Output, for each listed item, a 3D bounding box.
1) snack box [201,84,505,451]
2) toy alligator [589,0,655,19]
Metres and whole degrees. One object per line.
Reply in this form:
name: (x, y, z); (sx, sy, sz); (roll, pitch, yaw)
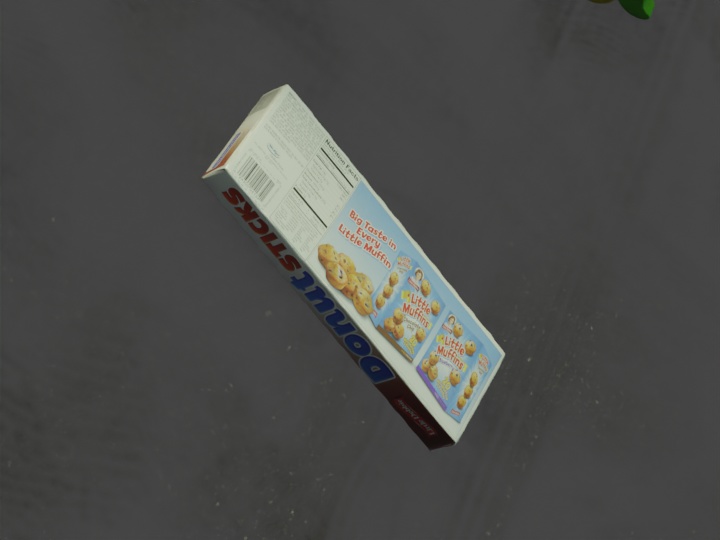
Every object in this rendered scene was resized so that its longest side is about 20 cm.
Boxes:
snack box: (0.000, 0.000, 1.136); (0.200, 0.024, 0.072); (51, 47, -20)
toy alligator: (0.132, -0.231, 1.318); (0.200, 0.054, 0.059); (44, 50, -25)
